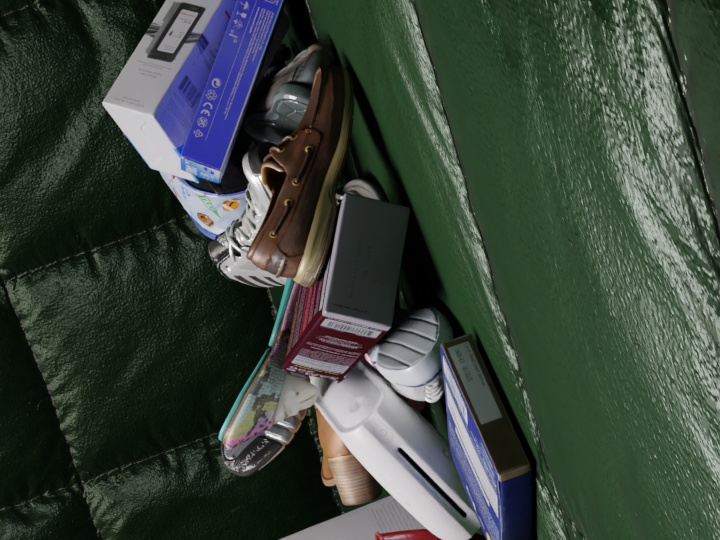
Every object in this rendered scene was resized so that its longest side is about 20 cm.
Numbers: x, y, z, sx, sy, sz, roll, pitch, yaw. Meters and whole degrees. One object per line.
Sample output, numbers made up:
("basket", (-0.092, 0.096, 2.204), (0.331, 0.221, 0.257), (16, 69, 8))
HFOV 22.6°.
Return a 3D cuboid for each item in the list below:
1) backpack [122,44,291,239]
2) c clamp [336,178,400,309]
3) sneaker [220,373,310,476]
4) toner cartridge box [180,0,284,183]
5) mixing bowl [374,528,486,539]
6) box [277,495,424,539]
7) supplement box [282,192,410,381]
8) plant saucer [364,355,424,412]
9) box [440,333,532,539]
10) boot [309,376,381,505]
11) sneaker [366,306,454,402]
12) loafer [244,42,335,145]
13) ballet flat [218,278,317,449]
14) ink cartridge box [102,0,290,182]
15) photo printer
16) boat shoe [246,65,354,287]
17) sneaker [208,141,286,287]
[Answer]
("backpack", (-0.117, -0.111, 1.865), (0.191, 0.199, 0.155), (55, 171, 53))
("c clamp", (0.000, 0.000, 1.695), (0.171, 0.027, 0.201), (-128, 32, -57))
("sneaker", (-0.070, 0.143, 1.935), (0.075, 0.201, 0.116), (24, 167, 25))
("toner cartridge box", (-0.116, -0.187, 1.697), (0.095, 0.043, 0.201), (136, 154, -84))
("mixing bowl", (0.097, 0.319, 1.669), (0.200, 0.108, 0.201), (160, 90, -85))
("box", (0.027, 0.340, 1.932), (0.106, 0.199, 0.153), (-121, 13, -61))
("supplement box", (-0.015, 0.019, 1.559), (0.200, 0.060, 0.110), (130, 152, -70))
("plant saucer", (0.018, 0.082, 1.887), (0.201, 0.051, 0.202), (160, 90, -83))
("box", (0.102, 0.150, 1.446), (0.200, 0.032, 0.122), (83, 166, -59))
("boot", (-0.021, 0.151, 1.899), (0.200, 0.076, 0.156), (-71, -31, -84))
("sneaker", (0.054, 0.076, 1.539), (0.071, 0.073, 0.200), (47, 178, -9))
("loafer", (-0.057, -0.159, 1.679), (0.200, 0.071, 0.063), (158, 133, -74))
("ballet flat", (-0.064, 0.083, 1.671), (0.069, 0.071, 0.201), (115, 177, -63))
("ink cartridge box", (-0.157, -0.204, 1.774), (0.068, 0.201, 0.116), (17, 156, 30))
("photo printer", (0.037, 0.162, 1.654), (0.166, 0.069, 0.200), (46, 178, -18))
("boat shoe", (-0.049, -0.087, 1.521), (0.072, 0.067, 0.201), (124, 158, -67))
("sneaker", (-0.102, -0.039, 1.734), (0.201, 0.115, 0.076), (62, -162, -52))
